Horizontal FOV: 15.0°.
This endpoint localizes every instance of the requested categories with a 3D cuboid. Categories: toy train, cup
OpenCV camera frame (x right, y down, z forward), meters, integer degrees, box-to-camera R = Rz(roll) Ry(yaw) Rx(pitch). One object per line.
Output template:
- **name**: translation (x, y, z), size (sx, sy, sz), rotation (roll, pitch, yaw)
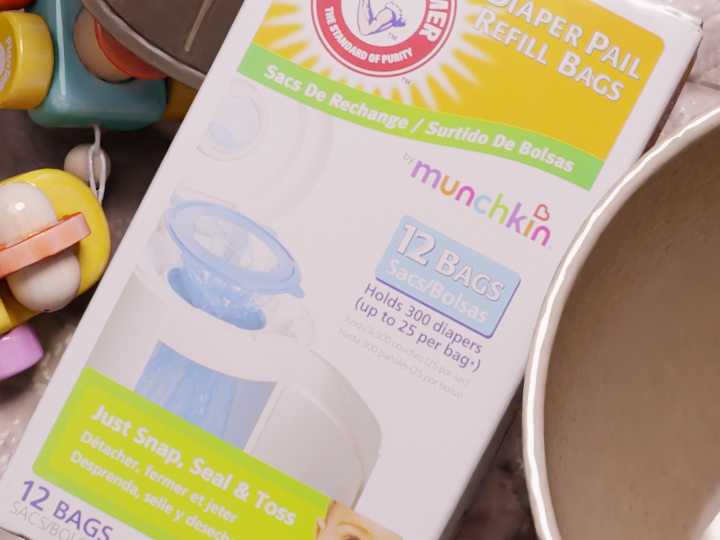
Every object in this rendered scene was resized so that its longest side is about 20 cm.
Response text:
- **toy train**: translation (-0.122, -0.053, 0.822), size (0.056, 0.150, 0.200), rotation (-11, 41, 56)
- **cup**: translation (0.139, 0.066, 0.702), size (0.200, 0.143, 0.201), rotation (-1, 66, 1)

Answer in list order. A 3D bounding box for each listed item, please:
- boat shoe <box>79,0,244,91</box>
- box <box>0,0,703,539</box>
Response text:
- **boat shoe**: translation (-0.024, -0.079, 0.823), size (0.200, 0.068, 0.072), rotation (43, 99, -6)
- **box**: translation (0.000, 0.000, 0.737), size (0.112, 0.101, 0.200), rotation (28, 94, 5)
